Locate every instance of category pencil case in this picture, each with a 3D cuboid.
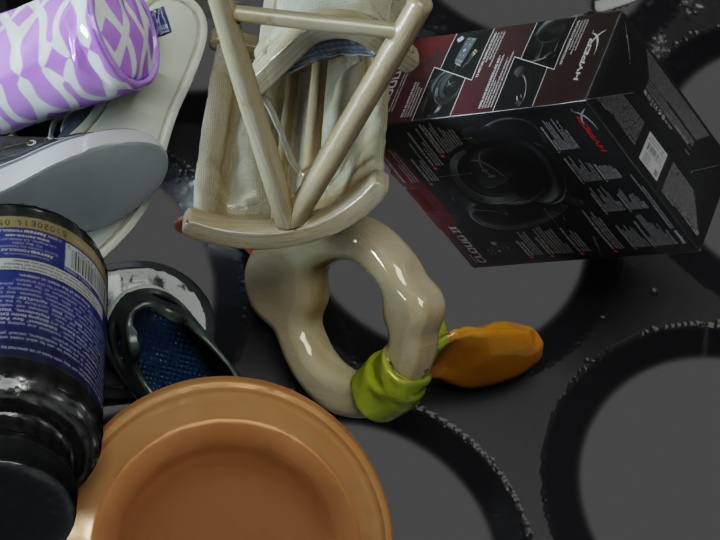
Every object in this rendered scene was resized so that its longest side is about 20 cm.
[{"bbox_3d":[-0.222,-0.128,1.735,0.199,0.084,0.086,-17,95,21],"label":"pencil case"}]

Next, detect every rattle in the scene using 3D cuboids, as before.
[{"bbox_3d":[0.000,0.000,1.762,0.143,0.131,0.200,-28,44,-32],"label":"rattle"}]

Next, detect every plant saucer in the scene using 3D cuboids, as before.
[{"bbox_3d":[-0.078,0.162,1.603,0.199,0.037,0.201,0,91,-7],"label":"plant saucer"}]

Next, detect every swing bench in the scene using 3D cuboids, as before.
[{"bbox_3d":[-0.030,-0.146,1.676,0.129,0.200,0.199,6,42,-2],"label":"swing bench"}]

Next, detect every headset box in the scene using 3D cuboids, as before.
[{"bbox_3d":[0.107,-0.077,1.742,0.149,0.199,0.077,48,54,-35],"label":"headset box"}]

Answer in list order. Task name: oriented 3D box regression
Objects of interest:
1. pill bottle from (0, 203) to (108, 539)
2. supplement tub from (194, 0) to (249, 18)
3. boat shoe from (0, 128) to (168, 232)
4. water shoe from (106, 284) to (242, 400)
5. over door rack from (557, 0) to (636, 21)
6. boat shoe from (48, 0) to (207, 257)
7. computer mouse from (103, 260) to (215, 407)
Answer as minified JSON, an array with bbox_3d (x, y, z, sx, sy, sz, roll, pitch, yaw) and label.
[{"bbox_3d":[-0.201,0.065,1.586,0.111,0.112,0.200,5,42,-7],"label":"pill bottle"},{"bbox_3d":[-0.134,-0.277,1.838,0.200,0.145,0.145,38,64,13],"label":"supplement tub"},{"bbox_3d":[-0.217,-0.053,1.708,0.199,0.070,0.066,-23,50,-22],"label":"boat shoe"},{"bbox_3d":[-0.086,0.099,1.663,0.071,0.079,0.200,-41,104,-5],"label":"water shoe"},{"bbox_3d":[0.088,-0.220,1.895,0.199,0.067,0.148,-25,69,-20],"label":"over door rack"},{"bbox_3d":[-0.160,-0.086,1.782,0.075,0.062,0.201,21,83,-11],"label":"boat shoe"},{"bbox_3d":[-0.189,0.039,1.726,0.199,0.053,0.139,0,75,-1],"label":"computer mouse"}]
